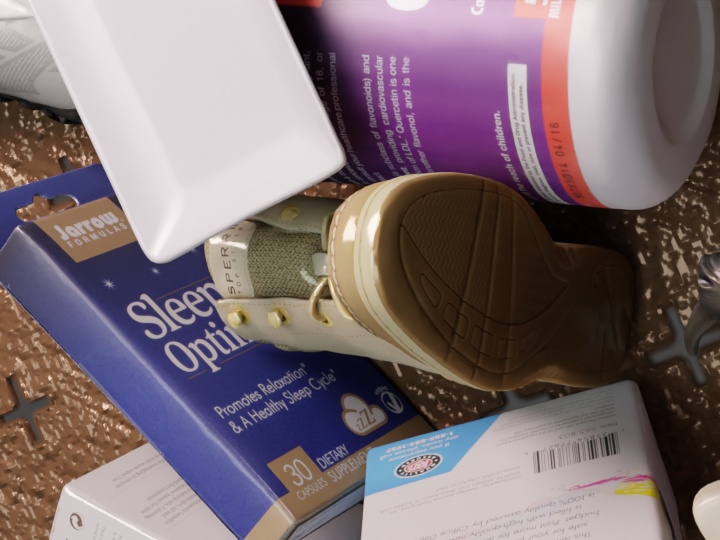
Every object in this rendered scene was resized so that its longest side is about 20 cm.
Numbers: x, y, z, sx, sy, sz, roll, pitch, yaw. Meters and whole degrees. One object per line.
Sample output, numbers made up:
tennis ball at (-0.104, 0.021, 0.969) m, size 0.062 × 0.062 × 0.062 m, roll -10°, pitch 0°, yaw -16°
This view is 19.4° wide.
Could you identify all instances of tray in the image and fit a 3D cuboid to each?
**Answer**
tray at (-0.079, -0.111, 0.782) m, size 0.107 × 0.022 × 0.200 m, roll -26°, pitch 88°, yaw 36°

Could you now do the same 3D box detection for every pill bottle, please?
pill bottle at (0.029, -0.086, 0.803) m, size 0.200 × 0.112 × 0.113 m, roll 6°, pitch 106°, yaw 28°

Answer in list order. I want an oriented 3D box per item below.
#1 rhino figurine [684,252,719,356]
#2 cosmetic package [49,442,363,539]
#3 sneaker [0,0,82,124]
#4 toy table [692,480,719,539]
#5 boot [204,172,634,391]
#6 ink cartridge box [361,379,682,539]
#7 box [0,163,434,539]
rhino figurine at (0.199, -0.003, 0.758) m, size 0.200 × 0.060 × 0.087 m, roll -27°, pitch 99°, yaw 35°
cosmetic package at (-0.027, 0.151, 0.899) m, size 0.200 × 0.108 × 0.085 m, roll 26°, pitch 114°, yaw 23°
sneaker at (-0.144, -0.095, 0.924) m, size 0.200 × 0.074 × 0.079 m, roll -9°, pitch 103°, yaw 31°
toy table at (0.212, 0.136, 0.729) m, size 0.117 × 0.184 × 0.200 m, roll -30°, pitch 81°, yaw 16°
boot at (0.000, 0.000, 0.797) m, size 0.155 × 0.200 × 0.073 m, roll 8°, pitch 88°, yaw 30°
ink cartridge box at (0.062, 0.127, 0.766) m, size 0.115 × 0.200 × 0.068 m, roll -16°, pitch 113°, yaw 10°
box at (-0.070, 0.024, 0.882) m, size 0.200 × 0.121 × 0.032 m, roll 44°, pitch 120°, yaw 13°
